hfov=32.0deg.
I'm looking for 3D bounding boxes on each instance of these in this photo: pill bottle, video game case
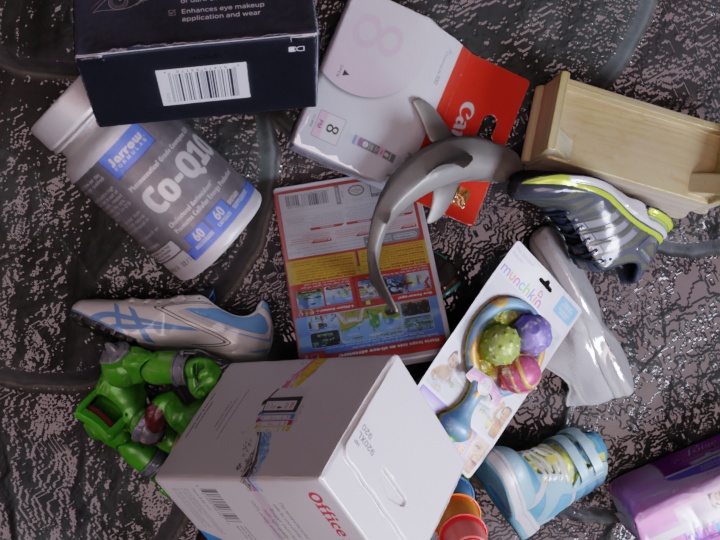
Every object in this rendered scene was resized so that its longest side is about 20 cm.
[{"bbox_3d":[-0.200,-0.096,1.166,0.200,0.114,0.114,43,97,-15],"label":"pill bottle"},{"bbox_3d":[0.000,0.000,1.197,0.143,0.017,0.200,-9,65,-3],"label":"video game case"}]

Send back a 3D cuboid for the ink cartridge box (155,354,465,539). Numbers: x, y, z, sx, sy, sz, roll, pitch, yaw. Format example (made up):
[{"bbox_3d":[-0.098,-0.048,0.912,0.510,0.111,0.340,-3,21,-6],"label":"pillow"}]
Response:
[{"bbox_3d":[-0.041,0.175,1.103,0.200,0.145,0.147,-6,128,39],"label":"ink cartridge box"}]

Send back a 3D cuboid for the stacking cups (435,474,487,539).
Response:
[{"bbox_3d":[0.086,0.235,1.240,0.060,0.200,0.061,-1,107,-3],"label":"stacking cups"}]

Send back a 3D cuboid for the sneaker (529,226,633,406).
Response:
[{"bbox_3d":[0.201,0.055,1.275,0.088,0.075,0.200,-22,105,20],"label":"sneaker"}]

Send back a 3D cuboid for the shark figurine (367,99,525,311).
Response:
[{"bbox_3d":[0.065,-0.073,1.143,0.214,0.089,0.128,-44,112,-21],"label":"shark figurine"}]

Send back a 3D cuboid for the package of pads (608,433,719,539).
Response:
[{"bbox_3d":[0.367,0.227,1.307,0.200,0.121,0.076,-24,100,2],"label":"package of pads"}]

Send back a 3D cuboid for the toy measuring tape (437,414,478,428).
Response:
[{"bbox_3d":[0.015,0.110,1.194,0.200,0.074,0.074,5,105,4],"label":"toy measuring tape"}]

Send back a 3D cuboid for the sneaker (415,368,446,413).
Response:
[{"bbox_3d":[0.123,0.105,1.241,0.075,0.090,0.200,21,121,-27],"label":"sneaker"}]

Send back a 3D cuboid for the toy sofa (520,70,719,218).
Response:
[{"bbox_3d":[0.260,-0.120,1.231,0.200,0.098,0.083,15,79,-9],"label":"toy sofa"}]

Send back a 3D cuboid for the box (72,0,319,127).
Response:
[{"bbox_3d":[-0.142,-0.243,1.082,0.196,0.117,0.200,-6,66,-4],"label":"box"}]

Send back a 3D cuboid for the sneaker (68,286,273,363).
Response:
[{"bbox_3d":[-0.185,0.048,1.238,0.200,0.072,0.073,8,76,-3],"label":"sneaker"}]

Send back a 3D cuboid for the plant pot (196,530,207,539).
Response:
[{"bbox_3d":[-0.057,0.284,1.267,0.200,0.187,0.187,-14,107,14],"label":"plant pot"}]

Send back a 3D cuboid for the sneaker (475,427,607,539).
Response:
[{"bbox_3d":[0.187,0.194,1.268,0.130,0.200,0.080,-34,65,-3],"label":"sneaker"}]

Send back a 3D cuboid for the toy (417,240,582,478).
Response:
[{"bbox_3d":[0.133,0.088,1.160,0.115,0.047,0.200,44,78,-32],"label":"toy"}]

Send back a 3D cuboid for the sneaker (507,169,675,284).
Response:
[{"bbox_3d":[0.221,-0.043,1.211,0.200,0.074,0.081,20,86,-29],"label":"sneaker"}]

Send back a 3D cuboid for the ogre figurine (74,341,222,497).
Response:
[{"bbox_3d":[-0.207,0.136,1.228,0.120,0.200,0.098,26,63,2],"label":"ogre figurine"}]

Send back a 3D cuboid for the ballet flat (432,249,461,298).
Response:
[{"bbox_3d":[0.011,0.048,1.252,0.200,0.068,0.068,-43,90,12],"label":"ballet flat"}]

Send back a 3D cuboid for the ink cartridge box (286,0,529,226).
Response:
[{"bbox_3d":[0.051,-0.153,1.190,0.200,0.057,0.163,23,87,-6],"label":"ink cartridge box"}]
